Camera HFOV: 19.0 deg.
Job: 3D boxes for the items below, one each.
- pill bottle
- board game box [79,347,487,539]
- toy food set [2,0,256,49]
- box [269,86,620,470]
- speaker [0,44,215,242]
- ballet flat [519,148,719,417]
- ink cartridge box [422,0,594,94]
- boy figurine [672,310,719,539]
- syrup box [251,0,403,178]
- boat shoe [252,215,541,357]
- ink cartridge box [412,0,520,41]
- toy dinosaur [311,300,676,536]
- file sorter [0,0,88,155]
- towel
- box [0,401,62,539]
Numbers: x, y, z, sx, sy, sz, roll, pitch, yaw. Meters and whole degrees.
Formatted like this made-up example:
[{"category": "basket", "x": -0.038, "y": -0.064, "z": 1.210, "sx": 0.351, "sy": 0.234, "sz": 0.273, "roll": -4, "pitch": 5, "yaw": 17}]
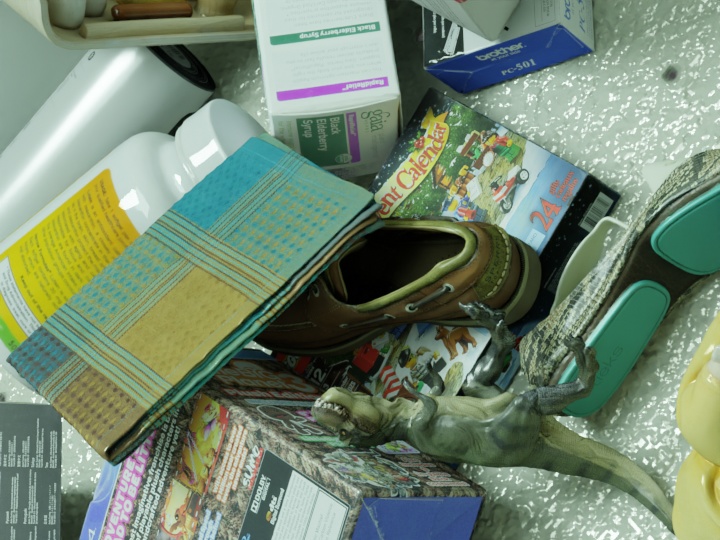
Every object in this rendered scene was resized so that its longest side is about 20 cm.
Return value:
[{"category": "pill bottle", "x": -0.138, "y": -0.015, "z": 1.332, "sx": 0.200, "sy": 0.111, "sz": 0.111, "roll": -37, "pitch": 53, "yaw": 21}, {"category": "board game box", "x": -0.052, "y": 0.150, "z": 1.176, "sx": 0.200, "sy": 0.097, "sz": 0.160, "roll": 30, "pitch": 107, "yaw": 43}, {"category": "toy food set", "x": -0.155, "y": -0.200, "z": 1.380, "sx": 0.143, "sy": 0.200, "sz": 0.061, "roll": 39, "pitch": 125, "yaw": 41}, {"category": "box", "x": 0.042, "y": 0.010, "z": 1.228, "sx": 0.137, "sy": 0.038, "sz": 0.200, "roll": 33, "pitch": 93, "yaw": 42}, {"category": "speaker", "x": -0.189, "y": -0.073, "z": 1.418, "sx": 0.200, "sy": 0.081, "sz": 0.081, "roll": -48, "pitch": 50, "yaw": 12}, {"category": "ballet flat", "x": 0.153, "y": -0.011, "z": 1.136, "sx": 0.200, "sy": 0.068, "sz": 0.075, "roll": -48, "pitch": 41, "yaw": 17}, {"category": "ink cartridge box", "x": 0.085, "y": -0.213, "z": 1.283, "sx": 0.094, "sy": 0.044, "sz": 0.200, "roll": -16, "pitch": 62, "yaw": 31}, {"category": "boy figurine", "x": 0.193, "y": 0.051, "z": 1.043, "sx": 0.064, "sy": 0.124, "sz": 0.200, "roll": 13, "pitch": 96, "yaw": 25}, {"category": "syrup box", "x": -0.025, "y": -0.160, "z": 1.305, "sx": 0.081, "sy": 0.079, "sz": 0.200, "roll": -7, "pitch": 61, "yaw": 0}, {"category": "boat shoe", "x": 0.000, "y": 0.000, "z": 1.194, "sx": 0.200, "sy": 0.068, "sz": 0.072, "roll": -12, "pitch": 65, "yaw": 35}, {"category": "ink cartridge box", "x": -0.004, "y": -0.225, "z": 1.197, "sx": 0.200, "sy": 0.145, "sz": 0.084, "roll": 30, "pitch": 87, "yaw": 23}, {"category": "toy dinosaur", "x": 0.079, "y": 0.069, "z": 1.109, "sx": 0.200, "sy": 0.047, "sz": 0.088, "roll": 15, "pitch": 100, "yaw": 4}, {"category": "file sorter", "x": -0.308, "y": -0.137, "z": 1.463, "sx": 0.124, "sy": 0.139, "sz": 0.200, "roll": 22, "pitch": 64, "yaw": 46}, {"category": "towel", "x": -0.093, "y": 0.011, "z": 1.186, "sx": 0.200, "sy": 0.022, "sz": 0.147, "roll": -43, "pitch": 35, "yaw": -9}, {"category": "box", "x": -0.207, "y": 0.199, "z": 1.281, "sx": 0.158, "sy": 0.050, "sz": 0.200, "roll": 117, "pitch": 154, "yaw": -63}]
